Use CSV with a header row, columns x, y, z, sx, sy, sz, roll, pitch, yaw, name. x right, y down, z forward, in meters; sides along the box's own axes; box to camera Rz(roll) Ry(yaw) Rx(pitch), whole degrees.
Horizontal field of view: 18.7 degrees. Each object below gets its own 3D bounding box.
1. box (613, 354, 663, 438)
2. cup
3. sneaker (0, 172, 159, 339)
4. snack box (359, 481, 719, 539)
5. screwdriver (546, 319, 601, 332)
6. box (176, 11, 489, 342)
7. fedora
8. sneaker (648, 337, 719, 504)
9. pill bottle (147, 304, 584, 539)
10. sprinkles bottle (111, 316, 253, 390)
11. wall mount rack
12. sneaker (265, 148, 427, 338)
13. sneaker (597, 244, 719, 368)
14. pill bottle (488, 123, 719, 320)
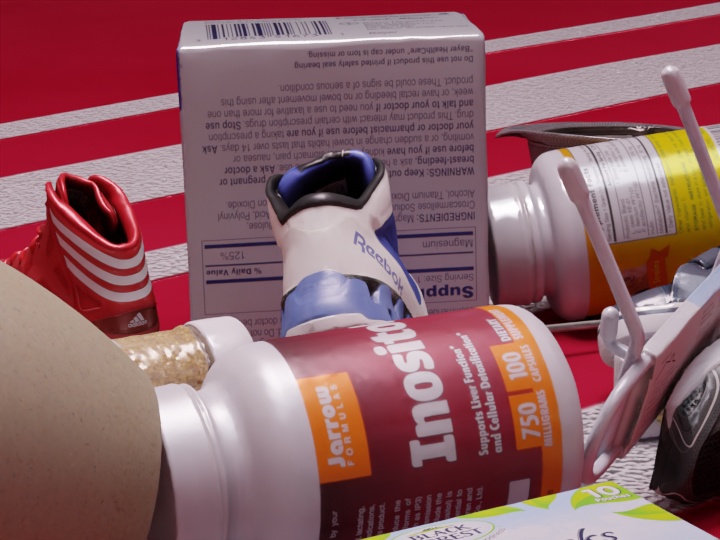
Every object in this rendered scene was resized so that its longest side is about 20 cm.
x,y,z,sx,sy,sz,roll,pitch,yaw,name
0.238,0.058,1.224,0.198,0.042,0.039,-5,17,-16,box
-0.169,0.082,0.942,0.142,0.202,0.200,11,9,-24,cup
-0.184,-0.012,1.373,0.078,0.117,0.199,-14,20,-38,sneaker
0.060,0.148,0.894,0.198,0.054,0.142,-10,16,-27,snack box
0.192,0.029,1.361,0.198,0.028,0.029,-7,-14,-15,screwdriver
-0.017,-0.049,1.331,0.182,0.202,0.105,-2,14,-4,box
0.182,-0.054,1.538,0.175,0.091,0.200,5,8,13,fedora
0.236,0.073,1.113,0.199,0.081,0.086,-20,34,-34,sneaker
-0.006,0.084,1.019,0.198,0.114,0.113,-9,17,-22,pill bottle
-0.152,0.072,1.157,0.198,0.069,0.068,-9,17,-25,sprinkles bottle
0.136,0.007,1.086,0.074,0.175,0.200,27,38,19,wall mount rack
0.000,0.000,1.182,0.080,0.116,0.199,-9,-15,9,sneaker
0.224,0.013,1.279,0.198,0.080,0.078,-2,-23,-21,sneaker
0.177,-0.030,1.399,0.198,0.110,0.109,-9,16,-5,pill bottle
